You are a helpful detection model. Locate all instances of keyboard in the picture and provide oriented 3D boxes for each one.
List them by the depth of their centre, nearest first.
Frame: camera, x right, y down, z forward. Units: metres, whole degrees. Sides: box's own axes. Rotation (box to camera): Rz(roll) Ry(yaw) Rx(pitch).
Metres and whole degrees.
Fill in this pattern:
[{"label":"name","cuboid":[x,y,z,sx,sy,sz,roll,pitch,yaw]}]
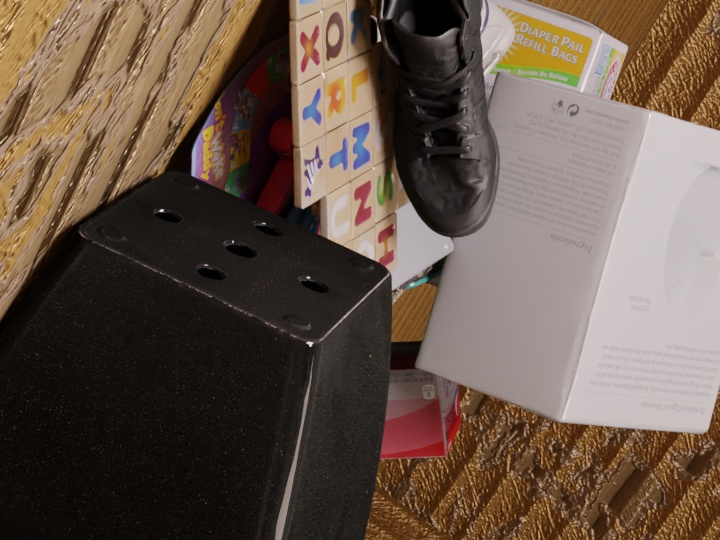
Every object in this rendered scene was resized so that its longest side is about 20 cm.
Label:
[{"label":"keyboard","cuboid":[-0.016,0.002,1.656,0.011,0.056,0.200,-16,-168,47]}]

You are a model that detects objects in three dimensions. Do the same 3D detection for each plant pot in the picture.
[{"label":"plant pot","cuboid":[-0.090,0.065,1.408,0.178,0.199,0.200,-70,168,22]}]

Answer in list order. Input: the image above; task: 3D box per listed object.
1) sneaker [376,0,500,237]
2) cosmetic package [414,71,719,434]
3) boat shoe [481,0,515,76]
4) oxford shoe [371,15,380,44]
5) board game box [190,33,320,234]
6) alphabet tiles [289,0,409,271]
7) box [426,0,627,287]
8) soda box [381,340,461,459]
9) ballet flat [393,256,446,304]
[{"label":"sneaker","cuboid":[0.038,-0.118,1.496,0.104,0.060,0.201,-5,92,-78]},{"label":"cosmetic package","cuboid":[0.158,-0.008,1.777,0.199,0.123,0.201,10,96,-55]},{"label":"boat shoe","cuboid":[0.018,-0.093,1.710,0.066,0.072,0.200,29,104,-43]},{"label":"oxford shoe","cuboid":[-0.045,-0.069,1.606,0.200,0.071,0.074,-56,154,-25]},{"label":"board game box","cuboid":[-0.035,-0.032,1.532,0.158,0.039,0.201,-31,132,-50]},{"label":"alphabet tiles","cuboid":[-0.002,-0.086,1.503,0.167,0.008,0.201,-34,126,-63]},{"label":"box","cuboid":[0.098,-0.083,1.882,0.112,0.101,0.201,-1,110,-75]},{"label":"soda box","cuboid":[-0.037,0.089,1.819,0.070,0.199,0.064,-54,139,-71]},{"label":"ballet flat","cuboid":[0.000,0.000,1.728,0.068,0.076,0.200,-13,-164,28]}]
